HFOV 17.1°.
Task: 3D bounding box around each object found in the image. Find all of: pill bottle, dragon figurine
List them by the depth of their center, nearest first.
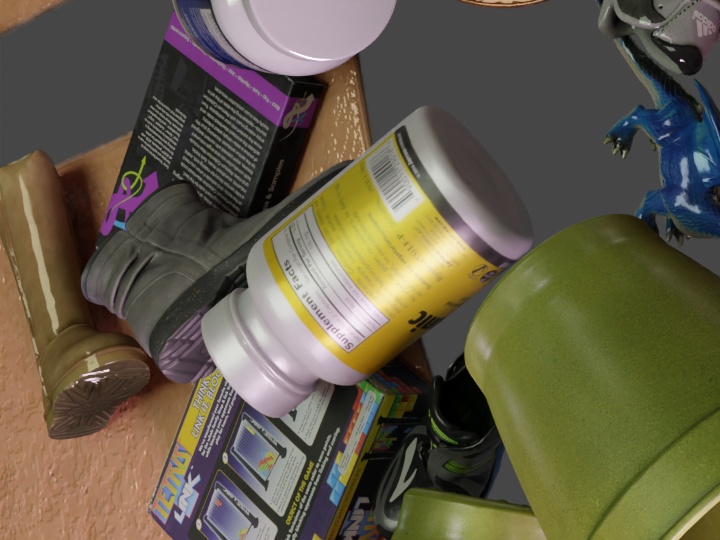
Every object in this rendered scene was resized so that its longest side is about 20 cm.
[{"bbox_3d":[0.195,-0.073,1.349,0.099,0.059,0.202,-22,75,43],"label":"dragon figurine"},{"bbox_3d":[0.000,0.000,1.474,0.200,0.111,0.112,-38,62,17],"label":"pill bottle"},{"bbox_3d":[-0.047,-0.181,1.505,0.200,0.115,0.117,-158,73,-73],"label":"pill bottle"}]

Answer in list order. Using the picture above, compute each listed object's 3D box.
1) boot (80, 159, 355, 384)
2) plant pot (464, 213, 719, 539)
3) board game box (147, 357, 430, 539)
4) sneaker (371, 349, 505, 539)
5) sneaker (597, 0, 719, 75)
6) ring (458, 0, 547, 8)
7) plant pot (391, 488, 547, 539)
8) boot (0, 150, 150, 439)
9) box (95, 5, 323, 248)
[{"bbox_3d":[-0.088,-0.028,1.579,0.200,0.070,0.132,-37,44,-9],"label":"boot"},{"bbox_3d":[0.158,0.078,1.282,0.193,0.200,0.201,52,124,30],"label":"plant pot"},{"bbox_3d":[-0.049,0.124,1.601,0.165,0.056,0.201,41,117,40],"label":"board game box"},{"bbox_3d":[0.061,0.093,1.469,0.200,0.082,0.071,-52,56,32],"label":"sneaker"},{"bbox_3d":[0.211,-0.156,1.290,0.199,0.075,0.116,-8,49,46],"label":"sneaker"},{"bbox_3d":[0.082,-0.258,1.438,0.199,0.019,0.202,4,101,22],"label":"ring"},{"bbox_3d":[0.074,0.231,1.385,0.200,0.200,0.194,6,84,45],"label":"plant pot"},{"bbox_3d":[-0.221,0.007,1.744,0.175,0.066,0.201,-43,59,59],"label":"boot"},{"bbox_3d":[-0.109,-0.071,1.677,0.143,0.036,0.201,39,115,40],"label":"box"}]
